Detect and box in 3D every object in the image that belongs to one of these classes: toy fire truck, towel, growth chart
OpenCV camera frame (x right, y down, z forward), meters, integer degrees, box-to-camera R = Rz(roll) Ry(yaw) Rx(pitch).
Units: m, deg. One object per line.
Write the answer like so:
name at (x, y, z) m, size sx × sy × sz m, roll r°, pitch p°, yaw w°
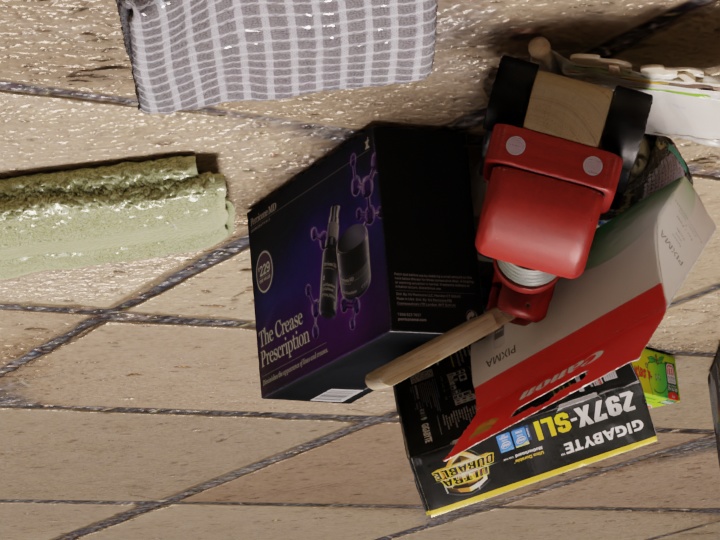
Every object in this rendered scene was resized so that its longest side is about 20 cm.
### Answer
toy fire truck at (0.088, -0.014, 1.447) m, size 0.128 × 0.201 × 0.176 m, roll 15°, pitch 170°, yaw 4°
towel at (-0.185, -0.034, 1.619) m, size 0.198 × 0.037 × 0.148 m, roll -6°, pitch 164°, yaw 1°
towel at (-0.043, -0.142, 1.169) m, size 0.164 × 0.086 × 0.200 m, roll -6°, pitch 165°, yaw -2°
growth chart at (0.202, -0.101, 1.437) m, size 0.199 × 0.018 × 0.145 m, roll 11°, pitch 168°, yaw 10°

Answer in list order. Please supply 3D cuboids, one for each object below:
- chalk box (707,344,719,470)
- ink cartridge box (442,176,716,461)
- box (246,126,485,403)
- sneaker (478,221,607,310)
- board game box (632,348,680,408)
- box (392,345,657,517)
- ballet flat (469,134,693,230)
chalk box at (0.413, 0.133, 2.302) m, size 0.123 × 0.125 × 0.200 m, roll -6°, pitch 167°, yaw 2°
ink cartridge box at (0.132, 0.029, 1.508) m, size 0.161 × 0.050 × 0.200 m, roll -32°, pitch -173°, yaw 32°
box at (0.000, 0.000, 1.612) m, size 0.078 × 0.142 × 0.200 m, roll 5°, pitch 162°, yaw -27°
sneaker at (0.134, -0.016, 1.697) m, size 0.199 × 0.078 × 0.076 m, roll -4°, pitch 164°, yaw -31°
board game box at (0.214, 0.102, 2.259) m, size 0.101 × 0.048 × 0.200 m, roll -16°, pitch 163°, yaw 32°
box at (0.105, 0.087, 1.598) m, size 0.159 × 0.050 × 0.200 m, roll -18°, pitch -163°, yaw 1°
ballet flat at (0.123, -0.062, 1.604) m, size 0.199 × 0.073 × 0.072 m, roll -10°, pitch 165°, yaw 15°
